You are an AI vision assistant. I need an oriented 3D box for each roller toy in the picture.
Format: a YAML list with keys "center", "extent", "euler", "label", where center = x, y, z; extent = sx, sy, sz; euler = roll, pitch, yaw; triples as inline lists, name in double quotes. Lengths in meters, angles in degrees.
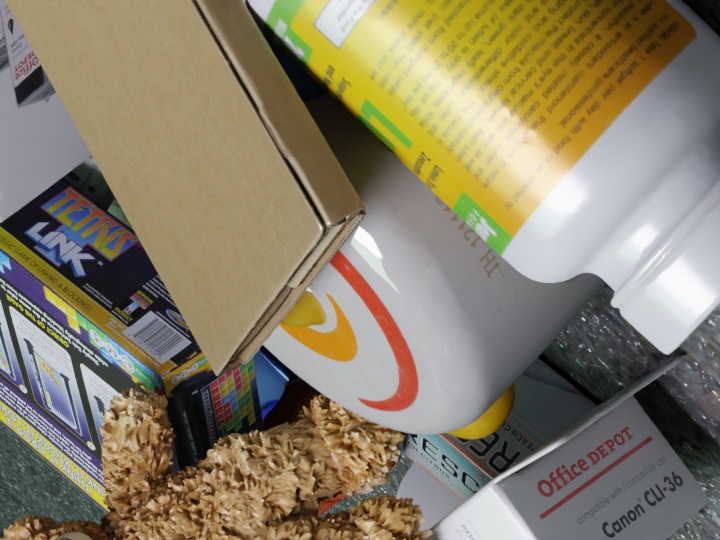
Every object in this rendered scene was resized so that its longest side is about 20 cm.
- center: [0.009, -0.028, 1.107]
  extent: [0.182, 0.140, 0.200]
  euler: [40, 158, 12]
  label: "roller toy"

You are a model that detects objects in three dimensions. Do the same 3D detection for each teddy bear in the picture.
- center: [-0.067, 0.120, 1.166]
  extent: [0.067, 0.199, 0.146]
  euler: [42, -134, -86]
  label: "teddy bear"

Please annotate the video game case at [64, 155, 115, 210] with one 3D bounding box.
- center: [-0.174, -0.115, 1.300]
  extent: [0.182, 0.022, 0.200]
  euler: [46, 144, 4]
  label: "video game case"

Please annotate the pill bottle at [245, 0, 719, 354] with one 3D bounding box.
- center: [0.065, -0.067, 0.959]
  extent: [0.200, 0.111, 0.111]
  euler: [43, 162, 5]
  label: "pill bottle"

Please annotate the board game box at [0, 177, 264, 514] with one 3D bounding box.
- center: [-0.129, 0.043, 1.309]
  extent: [0.200, 0.057, 0.166]
  euler: [36, 150, 33]
  label: "board game box"

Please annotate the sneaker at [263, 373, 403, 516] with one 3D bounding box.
- center: [-0.035, 0.109, 1.365]
  extent: [0.073, 0.077, 0.200]
  euler: [36, 150, -5]
  label: "sneaker"

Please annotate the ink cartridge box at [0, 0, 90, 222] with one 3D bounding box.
- center: [-0.204, -0.140, 1.220]
  extent: [0.146, 0.083, 0.201]
  euler: [24, 136, 30]
  label: "ink cartridge box"

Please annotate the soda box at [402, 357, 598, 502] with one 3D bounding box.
- center: [0.062, 0.073, 1.339]
  extent: [0.200, 0.068, 0.064]
  euler: [39, 160, 16]
  label: "soda box"

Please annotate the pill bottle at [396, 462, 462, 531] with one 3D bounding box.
- center: [0.086, 0.178, 1.443]
  extent: [0.111, 0.111, 0.200]
  euler: [30, 157, 39]
  label: "pill bottle"

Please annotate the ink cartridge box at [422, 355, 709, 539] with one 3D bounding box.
- center: [0.076, 0.126, 1.216]
  extent: [0.068, 0.116, 0.200]
  euler: [53, 133, 6]
  label: "ink cartridge box"

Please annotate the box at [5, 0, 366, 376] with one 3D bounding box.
- center: [-0.077, -0.073, 1.021]
  extent: [0.201, 0.021, 0.164]
  euler: [59, 155, 10]
  label: "box"

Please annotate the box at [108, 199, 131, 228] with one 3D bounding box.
- center: [-0.086, -0.053, 1.389]
  extent: [0.082, 0.068, 0.200]
  euler: [45, 161, -1]
  label: "box"

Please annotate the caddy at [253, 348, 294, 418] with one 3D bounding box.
- center: [-0.049, 0.058, 1.485]
  extent: [0.141, 0.105, 0.200]
  euler: [45, 162, -1]
  label: "caddy"
